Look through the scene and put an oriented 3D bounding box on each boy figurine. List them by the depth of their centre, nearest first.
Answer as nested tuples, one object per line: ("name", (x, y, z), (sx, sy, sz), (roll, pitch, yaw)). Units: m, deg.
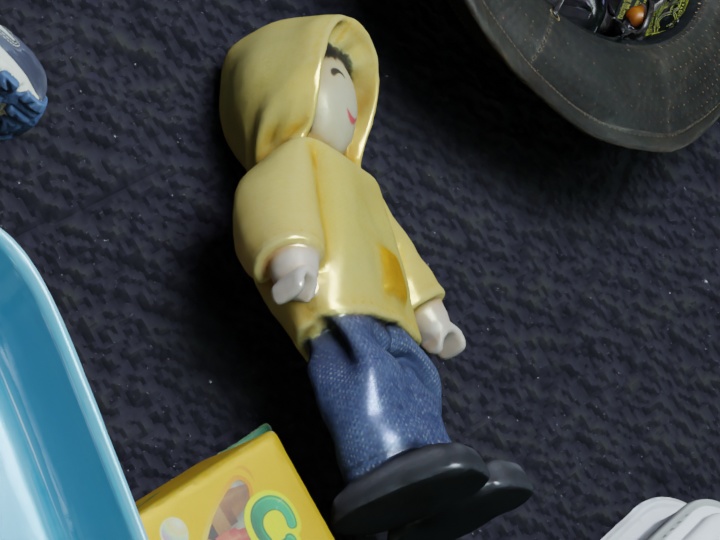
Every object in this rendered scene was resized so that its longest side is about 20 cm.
("boy figurine", (0.000, 0.000, 0.910), (0.124, 0.064, 0.201), (28, 40, -54))

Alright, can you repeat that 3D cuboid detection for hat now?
("hat", (0.074, -0.137, 1.020), (0.200, 0.081, 0.201), (9, 75, -37))

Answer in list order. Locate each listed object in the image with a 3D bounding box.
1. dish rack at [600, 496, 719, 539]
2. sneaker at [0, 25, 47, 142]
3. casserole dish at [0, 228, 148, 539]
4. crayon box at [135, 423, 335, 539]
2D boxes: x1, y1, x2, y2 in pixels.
("dish rack", (0.148, 0.185, 0.944), (0.200, 0.044, 0.172), (53, 43, 2))
("sneaker", (-0.180, -0.117, 0.834), (0.200, 0.077, 0.085), (35, 52, -21))
("casserole dish", (-0.126, 0.075, 0.734), (0.121, 0.039, 0.201), (-17, 81, -38))
("crayon box", (-0.056, 0.139, 0.815), (0.200, 0.052, 0.126), (-31, 92, -40))
